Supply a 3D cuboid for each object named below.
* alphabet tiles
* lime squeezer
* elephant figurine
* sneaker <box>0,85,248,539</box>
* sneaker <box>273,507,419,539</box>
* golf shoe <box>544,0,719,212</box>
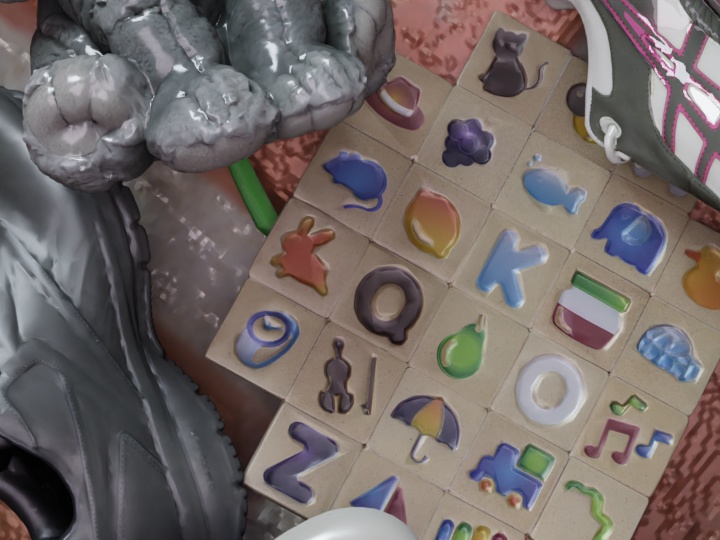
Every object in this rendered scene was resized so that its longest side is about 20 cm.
[{"bbox_3d":[0.047,0.013,0.789,0.166,0.006,0.200,28,78,0],"label":"alphabet tiles"},{"bbox_3d":[0.000,0.000,0.805,0.200,0.038,0.071,36,95,1],"label":"lime squeezer"},{"bbox_3d":[-0.071,-0.137,0.713,0.155,0.141,0.201,-12,102,27],"label":"elephant figurine"},{"bbox_3d":[-0.115,0.025,0.769,0.091,0.076,0.200,-19,75,-33],"label":"sneaker"},{"bbox_3d":[-0.042,0.145,0.773,0.077,0.111,0.200,26,111,-11],"label":"sneaker"},{"bbox_3d":[0.133,-0.048,0.771,0.088,0.077,0.201,-29,72,23],"label":"golf shoe"}]
